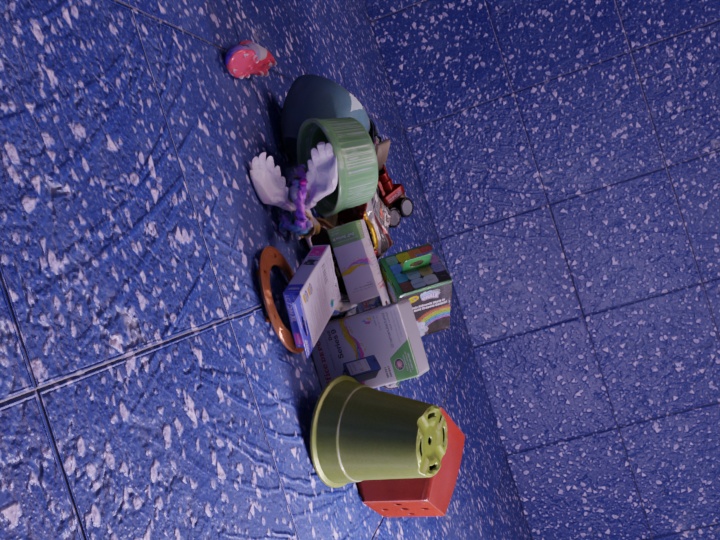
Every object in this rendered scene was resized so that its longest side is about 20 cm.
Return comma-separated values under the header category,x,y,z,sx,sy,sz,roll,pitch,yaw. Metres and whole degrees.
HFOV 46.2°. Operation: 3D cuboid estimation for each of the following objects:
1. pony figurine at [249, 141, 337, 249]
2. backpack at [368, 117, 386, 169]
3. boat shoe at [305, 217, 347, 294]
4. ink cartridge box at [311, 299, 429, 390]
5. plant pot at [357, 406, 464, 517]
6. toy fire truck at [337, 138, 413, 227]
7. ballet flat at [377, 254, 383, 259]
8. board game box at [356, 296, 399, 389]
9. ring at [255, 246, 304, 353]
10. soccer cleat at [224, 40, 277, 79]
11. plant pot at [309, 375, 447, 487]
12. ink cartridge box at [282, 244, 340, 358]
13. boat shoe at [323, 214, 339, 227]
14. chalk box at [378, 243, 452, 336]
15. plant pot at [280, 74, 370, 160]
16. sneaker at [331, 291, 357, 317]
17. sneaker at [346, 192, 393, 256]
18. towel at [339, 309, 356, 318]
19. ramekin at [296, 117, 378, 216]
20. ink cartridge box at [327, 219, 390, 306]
category,x,y,z,sx,sy,sz,roll,pitch,yaw
pony figurine,-0.118,-0.143,1.645,0.200,0.166,0.194,-121,-161,-82
backpack,-0.022,-0.262,2.054,0.200,0.177,0.151,-97,161,-57
boat shoe,-0.065,-0.023,1.815,0.070,0.070,0.200,-97,164,-50
ink cartridge box,0.012,0.153,1.628,0.087,0.200,0.146,-13,87,-69
plant pot,0.092,0.394,1.704,0.200,0.199,0.177,53,35,-54
toy fire truck,0.026,-0.184,1.912,0.176,0.129,0.200,-39,118,-36
ballet flat,0.018,-0.066,2.048,0.200,0.057,0.067,20,-52,68
board game box,0.042,0.179,1.903,0.200,0.062,0.200,84,-12,-49
ring,-0.142,0.054,1.526,0.200,0.019,0.201,-18,90,-77
soccer cleat,-0.234,-0.430,1.697,0.076,0.067,0.200,42,19,5
plant pot,0.045,0.289,1.482,0.200,0.190,0.201,2,87,-60
ink cartridge box,-0.090,0.053,1.519,0.200,0.042,0.120,-65,149,-55
boat shoe,-0.027,-0.063,1.986,0.073,0.063,0.201,-31,112,-41
chalk box,0.117,0.033,1.809,0.200,0.125,0.124,87,-18,-45
plant pot,-0.098,-0.310,1.856,0.135,0.200,0.200,-57,141,-23
sneaker,-0.064,0.054,1.723,0.200,0.077,0.085,-10,79,-77
sneaker,0.019,-0.130,1.833,0.082,0.078,0.201,-17,101,-41
towel,-0.008,0.175,1.806,0.200,0.034,0.193,-79,155,-74
ramekin,-0.045,-0.217,1.721,0.200,0.098,0.200,43,-39,50
ink cartridge box,0.000,0.000,1.743,0.117,0.067,0.200,-30,102,-80
